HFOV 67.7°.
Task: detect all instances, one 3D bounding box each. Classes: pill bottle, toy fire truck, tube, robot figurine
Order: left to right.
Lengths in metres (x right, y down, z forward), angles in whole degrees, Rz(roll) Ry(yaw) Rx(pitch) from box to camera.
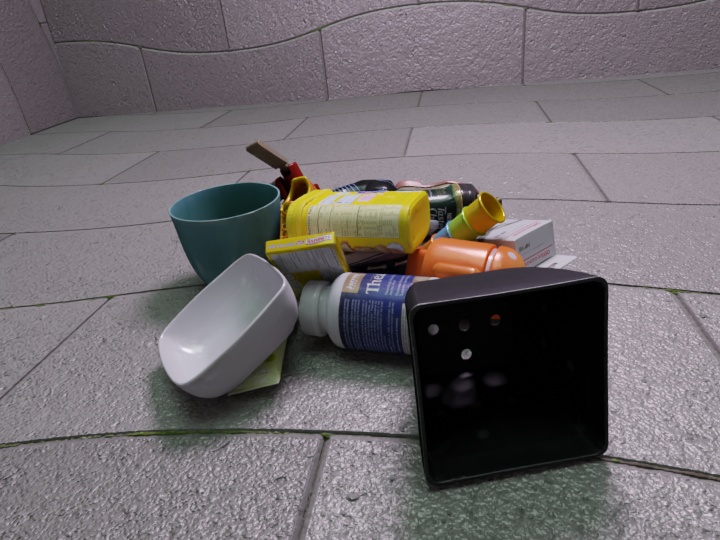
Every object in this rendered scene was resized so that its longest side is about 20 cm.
[{"bbox_3d":[-0.136,0.105,0.796,0.052,0.058,0.200,27,31,-12],"label":"tube"},{"bbox_3d":[-0.184,-0.162,1.106,0.175,0.201,0.129,-24,15,12],"label":"toy fire truck"},{"bbox_3d":[0.017,0.060,0.778,0.198,0.112,0.111,3,28,17],"label":"pill bottle"},{"bbox_3d":[0.170,0.012,0.836,0.199,0.144,0.117,10,51,27],"label":"robot figurine"}]

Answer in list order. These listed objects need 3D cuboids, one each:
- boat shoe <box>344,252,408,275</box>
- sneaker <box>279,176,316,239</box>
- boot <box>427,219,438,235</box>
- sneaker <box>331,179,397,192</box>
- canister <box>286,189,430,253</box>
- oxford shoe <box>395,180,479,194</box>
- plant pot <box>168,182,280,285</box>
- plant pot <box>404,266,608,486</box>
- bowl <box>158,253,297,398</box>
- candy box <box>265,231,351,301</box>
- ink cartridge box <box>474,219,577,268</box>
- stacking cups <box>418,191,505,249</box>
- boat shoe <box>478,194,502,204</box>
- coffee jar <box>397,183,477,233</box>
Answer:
[{"bbox_3d":[0.000,0.000,0.912,0.199,0.093,0.075,-15,22,-21],"label":"boat shoe"},{"bbox_3d":[-0.124,-0.077,0.959,0.072,0.077,0.201,-6,60,23],"label":"sneaker"},{"bbox_3d":[0.052,-0.049,1.011,0.198,0.096,0.074,-3,9,-13],"label":"boot"},{"bbox_3d":[-0.024,-0.134,1.058,0.198,0.071,0.078,-7,33,10],"label":"sneaker"},{"bbox_3d":[0.001,-0.081,0.870,0.198,0.087,0.149,2,22,21],"label":"canister"},{"bbox_3d":[0.176,-0.161,1.251,0.198,0.071,0.075,1,54,12],"label":"oxford shoe"},{"bbox_3d":[-0.237,-0.056,1.005,0.199,0.162,0.201,-5,27,3],"label":"plant pot"},{"bbox_3d":[0.143,0.091,0.617,0.198,0.202,0.178,-9,17,-4],"label":"plant pot"},{"bbox_3d":[-0.180,0.082,0.756,0.200,0.075,0.199,-44,30,-11],"label":"bowl"},{"bbox_3d":[-0.066,0.006,0.827,0.101,0.200,0.027,-10,62,6],"label":"candy box"},{"bbox_3d":[0.255,-0.042,0.931,0.115,0.067,0.199,-25,20,-34],"label":"ink cartridge box"},{"bbox_3d":[0.149,-0.051,0.909,0.200,0.061,0.061,-39,5,38],"label":"stacking cups"},{"bbox_3d":[0.276,-0.115,1.112,0.063,0.074,0.201,-3,19,7],"label":"boat shoe"},{"bbox_3d":[0.144,-0.122,1.114,0.198,0.105,0.086,-7,30,1],"label":"coffee jar"}]
